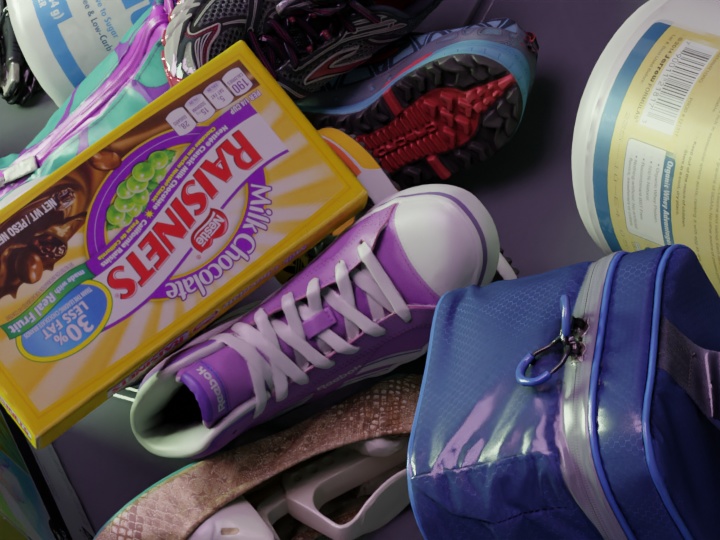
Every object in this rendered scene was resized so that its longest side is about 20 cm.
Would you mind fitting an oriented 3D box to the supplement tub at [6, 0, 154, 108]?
[{"bbox_3d":[-0.097,-0.175,1.452,0.199,0.132,0.133,-24,45,20],"label":"supplement tub"}]

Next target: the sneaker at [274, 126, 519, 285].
[{"bbox_3d":[0.000,0.000,1.242,0.090,0.070,0.200,-16,41,-33],"label":"sneaker"}]

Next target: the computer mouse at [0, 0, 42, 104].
[{"bbox_3d":[-0.162,-0.198,1.577,0.199,0.053,0.139,-22,45,21],"label":"computer mouse"}]

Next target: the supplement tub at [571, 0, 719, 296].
[{"bbox_3d":[0.208,-0.041,1.101,0.199,0.145,0.145,25,73,46],"label":"supplement tub"}]

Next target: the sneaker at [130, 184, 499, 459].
[{"bbox_3d":[-0.026,0.035,1.164,0.200,0.073,0.114,-35,-2,30],"label":"sneaker"}]

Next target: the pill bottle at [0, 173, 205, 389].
[{"bbox_3d":[-0.134,0.008,1.281,0.112,0.112,0.200,-41,-2,1],"label":"pill bottle"}]

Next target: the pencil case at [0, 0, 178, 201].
[{"bbox_3d":[-0.132,-0.083,1.390,0.200,0.092,0.085,-43,54,32],"label":"pencil case"}]

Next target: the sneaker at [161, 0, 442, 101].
[{"bbox_3d":[-0.027,-0.137,1.303,0.074,0.081,0.200,-6,26,47],"label":"sneaker"}]

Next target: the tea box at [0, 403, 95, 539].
[{"bbox_3d":[-0.242,0.121,1.267,0.133,0.197,0.200,-39,43,3],"label":"tea box"}]

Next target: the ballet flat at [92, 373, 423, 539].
[{"bbox_3d":[-0.036,0.114,1.182,0.199,0.071,0.065,-29,43,-13],"label":"ballet flat"}]

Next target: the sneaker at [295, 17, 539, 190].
[{"bbox_3d":[0.017,-0.083,1.351,0.199,0.080,0.096,-15,23,31],"label":"sneaker"}]

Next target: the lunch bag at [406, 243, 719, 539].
[{"bbox_3d":[0.115,0.082,1.030,0.132,0.200,0.136,-12,45,26],"label":"lunch bag"}]

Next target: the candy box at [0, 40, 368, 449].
[{"bbox_3d":[-0.103,-0.015,1.162,0.200,0.026,0.102,-37,81,-15],"label":"candy box"}]
